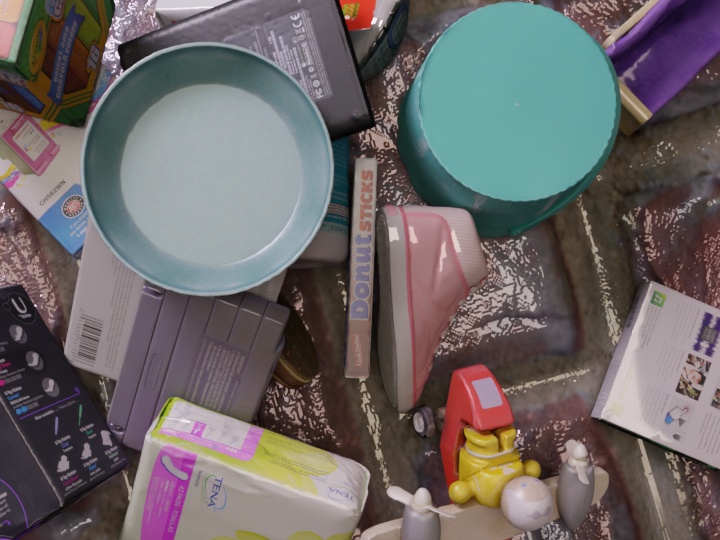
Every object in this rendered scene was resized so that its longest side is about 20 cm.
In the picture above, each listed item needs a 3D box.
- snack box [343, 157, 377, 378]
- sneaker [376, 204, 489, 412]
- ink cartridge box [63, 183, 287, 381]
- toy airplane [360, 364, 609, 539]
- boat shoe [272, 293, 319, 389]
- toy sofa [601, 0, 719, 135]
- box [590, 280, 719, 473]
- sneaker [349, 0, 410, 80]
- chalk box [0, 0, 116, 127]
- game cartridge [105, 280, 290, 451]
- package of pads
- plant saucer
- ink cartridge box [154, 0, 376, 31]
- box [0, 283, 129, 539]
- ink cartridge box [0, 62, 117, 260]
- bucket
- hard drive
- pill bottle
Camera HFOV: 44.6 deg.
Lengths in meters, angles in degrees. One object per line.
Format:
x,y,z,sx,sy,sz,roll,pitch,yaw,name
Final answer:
0.000,0.000,0.833,0.024,0.072,0.202,3,84,-3,snack box
0.070,0.035,0.812,0.104,0.075,0.202,-6,109,-14,sneaker
-0.165,0.026,0.787,0.172,0.044,0.201,19,121,-4,ink cartridge box
0.119,0.213,0.780,0.199,0.141,0.201,41,70,-17,toy airplane
-0.121,0.038,0.834,0.200,0.072,0.068,46,116,2,boat shoe
0.313,-0.232,0.852,0.200,0.098,0.083,-42,86,-6,toy sofa
0.342,0.115,0.851,0.199,0.036,0.145,23,84,2,box
0.012,-0.281,0.870,0.086,0.075,0.202,15,76,8,sneaker
-0.292,-0.213,0.698,0.123,0.200,0.126,14,83,1,chalk box
-0.147,0.094,0.782,0.129,0.039,0.201,19,122,-8,game cartridge
-0.104,0.211,0.780,0.198,0.068,0.155,20,118,0,package of pads
-0.121,-0.079,0.706,0.198,0.036,0.202,0,87,-5,plant saucer
-0.078,-0.290,0.816,0.198,0.050,0.163,0,60,19,ink cartridge box
-0.322,0.131,0.779,0.122,0.106,0.201,-33,87,18,box
-0.279,-0.128,0.832,0.200,0.085,0.145,44,85,4,ink cartridge box
0.135,-0.140,0.819,0.205,0.135,0.209,0,85,-2,bucket
-0.101,-0.160,0.755,0.198,0.033,0.141,-17,87,11,hard drive
-0.065,-0.106,0.822,0.110,0.111,0.202,1,84,-1,pill bottle
